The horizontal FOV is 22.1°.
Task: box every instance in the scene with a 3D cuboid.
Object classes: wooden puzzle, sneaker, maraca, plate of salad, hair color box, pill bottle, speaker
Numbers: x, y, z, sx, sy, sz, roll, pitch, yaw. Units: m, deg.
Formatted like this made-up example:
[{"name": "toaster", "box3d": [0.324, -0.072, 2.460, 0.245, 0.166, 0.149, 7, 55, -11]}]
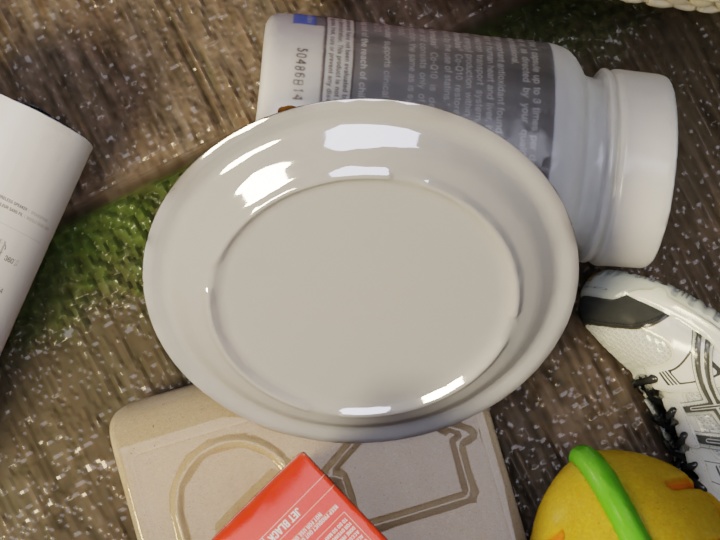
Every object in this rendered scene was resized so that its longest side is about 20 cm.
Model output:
[{"name": "wooden puzzle", "box3d": [-0.012, 0.140, 0.916, 0.184, 0.046, 0.202, -16, 81, -5]}, {"name": "sneaker", "box3d": [0.178, 0.084, 0.915, 0.200, 0.076, 0.088, 40, 83, 1]}, {"name": "maraca", "box3d": [0.144, 0.174, 0.870, 0.106, 0.137, 0.201, -24, 99, 1]}, {"name": "plate of salad", "box3d": [0.000, 0.000, 0.846, 0.198, 0.048, 0.201, -1, 129, -2]}, {"name": "hair color box", "box3d": [0.021, 0.177, 0.837, 0.061, 0.102, 0.200, -43, 86, -9]}, {"name": "pill bottle", "box3d": [0.047, -0.059, 0.901, 0.198, 0.114, 0.115, 6, 84, -3]}, {"name": "speaker", "box3d": [-0.203, 0.011, 0.895, 0.081, 0.081, 0.201, 23, 84, -1]}]

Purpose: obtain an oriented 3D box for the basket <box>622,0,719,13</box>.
[{"name": "basket", "box3d": [0.167, -0.231, 0.879, 0.135, 0.123, 0.202, 1, 79, -39]}]
